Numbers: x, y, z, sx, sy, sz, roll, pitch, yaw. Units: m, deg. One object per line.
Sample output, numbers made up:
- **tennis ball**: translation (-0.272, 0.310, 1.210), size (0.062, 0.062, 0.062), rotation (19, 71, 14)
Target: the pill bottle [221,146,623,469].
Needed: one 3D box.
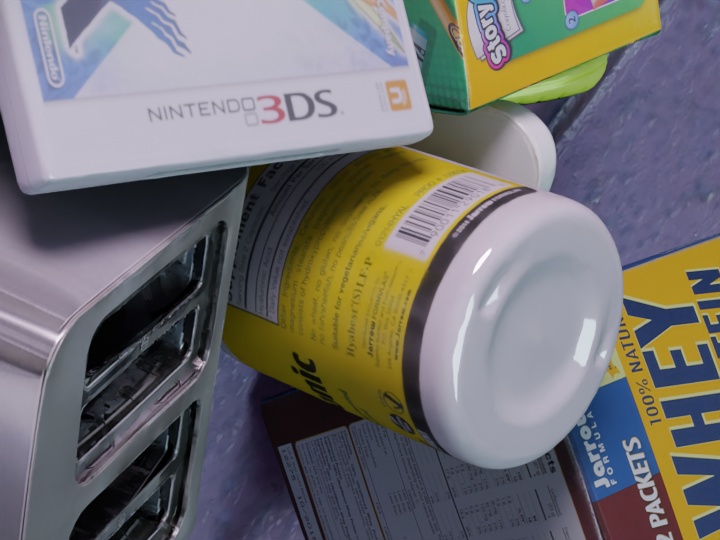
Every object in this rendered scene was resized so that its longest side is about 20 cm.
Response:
- **pill bottle**: translation (0.000, 0.000, 0.876), size (0.111, 0.200, 0.112), rotation (-21, 121, -40)

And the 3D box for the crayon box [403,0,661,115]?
- **crayon box**: translation (0.054, -0.177, 0.869), size (0.119, 0.058, 0.201), rotation (-24, 115, -34)

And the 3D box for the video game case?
- **video game case**: translation (-0.065, -0.135, 0.757), size (0.182, 0.022, 0.201), rotation (-10, 85, -42)

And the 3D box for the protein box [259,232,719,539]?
- **protein box**: translation (0.100, 0.079, 1.023), size (0.198, 0.200, 0.135), rotation (-18, 87, -41)

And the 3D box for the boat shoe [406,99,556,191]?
- **boat shoe**: translation (0.030, -0.022, 0.967), size (0.064, 0.071, 0.200), rotation (-28, 172, -42)

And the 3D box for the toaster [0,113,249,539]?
- **toaster**: translation (-0.133, 0.042, 0.794), size (0.200, 0.118, 0.181), rotation (-44, 149, -55)

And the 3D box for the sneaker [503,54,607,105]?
- **sneaker**: translation (0.025, -0.111, 0.948), size (0.200, 0.074, 0.084), rotation (-11, 100, -38)
